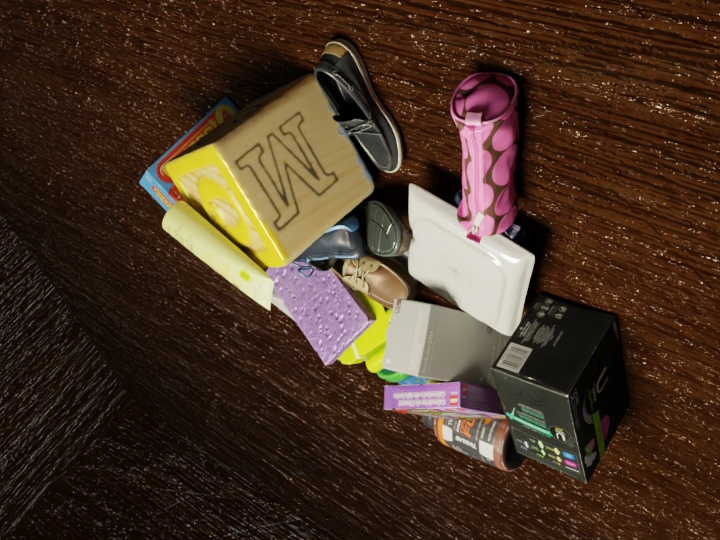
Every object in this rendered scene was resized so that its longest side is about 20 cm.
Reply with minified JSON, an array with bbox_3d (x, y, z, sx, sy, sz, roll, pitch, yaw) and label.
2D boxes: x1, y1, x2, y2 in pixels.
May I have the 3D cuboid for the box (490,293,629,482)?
[{"bbox_3d":[0.285,0.166,1.164,0.122,0.149,0.202,17,144,38],"label":"box"}]

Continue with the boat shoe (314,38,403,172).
[{"bbox_3d":[-0.004,-0.209,1.112,0.074,0.063,0.202,10,140,44],"label":"boat shoe"}]

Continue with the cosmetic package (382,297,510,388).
[{"bbox_3d":[0.133,0.111,1.239,0.197,0.110,0.089,12,177,-43],"label":"cosmetic package"}]

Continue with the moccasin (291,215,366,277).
[{"bbox_3d":[-0.067,-0.027,1.260,0.198,0.080,0.069,-11,109,56],"label":"moccasin"}]

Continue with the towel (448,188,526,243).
[{"bbox_3d":[0.150,-0.035,1.169,0.111,0.049,0.201,40,154,6],"label":"towel"}]

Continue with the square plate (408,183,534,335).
[{"bbox_3d":[0.140,-0.005,1.142,0.198,0.028,0.200,33,152,23],"label":"square plate"}]

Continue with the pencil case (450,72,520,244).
[{"bbox_3d":[0.148,-0.129,0.982,0.089,0.094,0.202,24,148,30],"label":"pencil case"}]

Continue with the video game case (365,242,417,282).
[{"bbox_3d":[0.013,-0.029,1.397,0.198,0.023,0.184,36,153,14],"label":"video game case"}]

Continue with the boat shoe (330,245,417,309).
[{"bbox_3d":[0.000,0.000,1.305,0.198,0.073,0.077,33,109,34],"label":"boat shoe"}]

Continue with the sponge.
[{"bbox_3d":[-0.071,0.044,1.375,0.201,0.112,0.030,53,-158,20],"label":"sponge"}]

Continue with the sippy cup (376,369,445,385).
[{"bbox_3d":[0.112,0.149,1.406,0.129,0.141,0.178,34,-170,-26],"label":"sippy cup"}]

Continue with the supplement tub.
[{"bbox_3d":[0.205,0.280,1.493,0.197,0.107,0.108,14,143,43],"label":"supplement tub"}]

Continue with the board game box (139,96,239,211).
[{"bbox_3d":[-0.222,-0.144,1.355,0.196,0.201,0.056,46,152,-10],"label":"board game box"}]

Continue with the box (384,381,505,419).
[{"bbox_3d":[0.145,0.205,1.283,0.134,0.040,0.198,-9,162,36],"label":"box"}]

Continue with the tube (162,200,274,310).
[{"bbox_3d":[-0.201,-0.023,1.197,0.199,0.052,0.058,38,-171,12],"label":"tube"}]

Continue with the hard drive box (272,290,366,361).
[{"bbox_3d":[-0.073,0.071,1.534,0.199,0.078,0.154,41,164,-34],"label":"hard drive box"}]

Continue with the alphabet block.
[{"bbox_3d":[-0.132,-0.138,1.217,0.194,0.199,0.199,-7,119,56],"label":"alphabet block"}]

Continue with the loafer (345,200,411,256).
[{"bbox_3d":[0.033,-0.069,1.225,0.199,0.061,0.074,34,117,61],"label":"loafer"}]

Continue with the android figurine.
[{"bbox_3d":[0.004,0.078,1.380,0.199,0.041,0.185,-38,66,37],"label":"android figurine"}]
